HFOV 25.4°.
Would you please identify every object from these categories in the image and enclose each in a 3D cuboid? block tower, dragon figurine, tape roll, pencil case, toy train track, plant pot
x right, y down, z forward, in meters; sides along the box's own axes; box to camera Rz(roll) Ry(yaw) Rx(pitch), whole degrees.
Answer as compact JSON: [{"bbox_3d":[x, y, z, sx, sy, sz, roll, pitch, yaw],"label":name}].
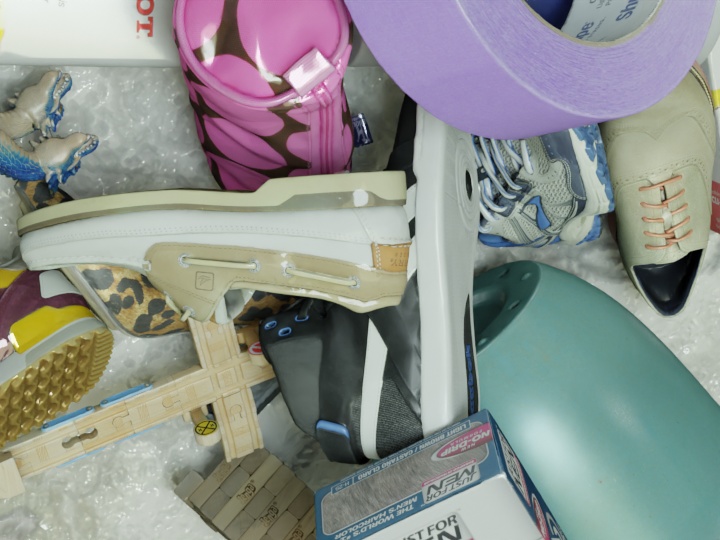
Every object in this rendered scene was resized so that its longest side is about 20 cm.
[{"bbox_3d":[-0.014,0.173,0.902,0.058,0.200,0.054,-48,158,-12],"label":"block tower"},{"bbox_3d":[-0.218,-0.035,0.778,0.200,0.059,0.099,-40,157,-8],"label":"dragon figurine"},{"bbox_3d":[0.078,-0.163,0.726,0.200,0.066,0.201,6,80,-39],"label":"tape roll"},{"bbox_3d":[-0.040,-0.087,0.799,0.091,0.200,0.094,-28,76,-5],"label":"pencil case"},{"bbox_3d":[-0.108,0.078,0.854,0.200,0.033,0.115,-21,123,-14],"label":"toy train track"},{"bbox_3d":[0.096,0.093,0.911,0.200,0.201,0.161,-39,103,-3],"label":"plant pot"}]

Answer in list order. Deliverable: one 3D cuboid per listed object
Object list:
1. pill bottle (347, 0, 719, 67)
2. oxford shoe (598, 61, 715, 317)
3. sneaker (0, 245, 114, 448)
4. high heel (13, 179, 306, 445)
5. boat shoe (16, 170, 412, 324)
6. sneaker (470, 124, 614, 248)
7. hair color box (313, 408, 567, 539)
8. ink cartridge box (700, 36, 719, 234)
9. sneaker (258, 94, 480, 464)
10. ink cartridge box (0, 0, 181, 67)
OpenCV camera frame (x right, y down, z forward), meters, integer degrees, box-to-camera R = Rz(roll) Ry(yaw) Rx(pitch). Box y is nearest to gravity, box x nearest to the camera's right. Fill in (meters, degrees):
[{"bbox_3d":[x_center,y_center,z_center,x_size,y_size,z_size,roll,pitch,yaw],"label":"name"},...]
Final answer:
[{"bbox_3d":[0.086,-0.159,0.862,0.200,0.120,0.120,-5,108,-16],"label":"pill bottle"},{"bbox_3d":[0.174,-0.047,0.900,0.071,0.074,0.200,-14,146,7],"label":"oxford shoe"},{"bbox_3d":[-0.224,0.055,0.786,0.200,0.090,0.075,-25,148,-36],"label":"sneaker"},{"bbox_3d":[-0.085,-0.015,0.884,0.143,0.071,0.200,-44,117,-8],"label":"high heel"},{"bbox_3d":[-0.074,-0.007,0.777,0.200,0.075,0.069,-4,93,16],"label":"boat shoe"},{"bbox_3d":[0.089,-0.050,0.873,0.085,0.200,0.077,-13,72,2],"label":"sneaker"},{"bbox_3d":[0.068,0.175,0.791,0.100,0.061,0.200,-27,116,10],"label":"hair color box"},{"bbox_3d":[0.244,-0.131,0.951,0.116,0.067,0.200,-20,112,-12],"label":"ink cartridge box"},{"bbox_3d":[0.000,0.000,0.823,0.112,0.073,0.201,-4,78,19],"label":"sneaker"},{"bbox_3d":[-0.187,-0.179,0.786,0.200,0.084,0.145,-1,106,-17],"label":"ink cartridge box"}]
